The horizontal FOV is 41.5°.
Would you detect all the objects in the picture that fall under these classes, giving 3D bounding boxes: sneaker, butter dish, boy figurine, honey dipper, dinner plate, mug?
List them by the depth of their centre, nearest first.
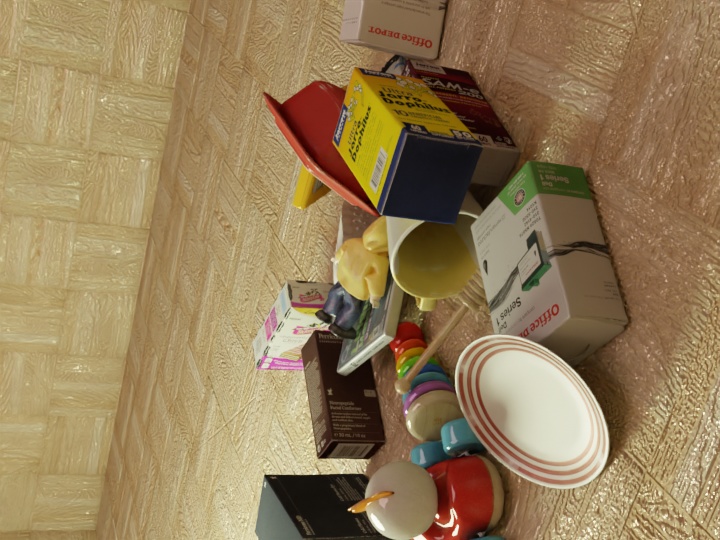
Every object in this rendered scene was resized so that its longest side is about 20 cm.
[{"bbox_3d":[0.192,0.155,1.065,0.198,0.024,0.203,26,134,29],"label":"dinner plate"},{"bbox_3d":[0.111,0.086,1.271,0.201,0.038,0.038,-54,34,14],"label":"honey dipper"},{"bbox_3d":[0.087,-0.056,1.304,0.187,0.148,0.155,-48,35,27],"label":"mug"},{"bbox_3d":[-0.020,-0.212,1.431,0.148,0.199,0.201,-44,51,10],"label":"butter dish"},{"bbox_3d":[0.000,0.000,1.464,0.124,0.064,0.203,38,105,40],"label":"boy figurine"},{"bbox_3d":[0.065,-0.286,1.511,0.072,0.072,0.202,-44,27,22],"label":"sneaker"},{"bbox_3d":[-0.012,-0.053,1.587,0.081,0.075,0.204,125,161,-61],"label":"sneaker"}]

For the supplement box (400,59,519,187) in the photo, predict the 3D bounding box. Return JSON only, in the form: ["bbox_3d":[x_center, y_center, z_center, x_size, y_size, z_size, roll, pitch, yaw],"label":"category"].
[{"bbox_3d":[0.128,-0.203,1.297,0.062,0.107,0.202,-65,32,35],"label":"supplement box"}]

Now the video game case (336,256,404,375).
[{"bbox_3d":[0.024,0.046,1.503,0.182,0.023,0.204,-44,29,55],"label":"video game case"}]

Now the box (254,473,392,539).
[{"bbox_3d":[-0.047,0.404,1.460,0.200,0.178,0.107,-144,63,-62],"label":"box"}]

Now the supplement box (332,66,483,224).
[{"bbox_3d":[0.053,-0.160,1.193,0.201,0.107,0.111,-121,43,-51],"label":"supplement box"}]

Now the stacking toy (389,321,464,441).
[{"bbox_3d":[0.084,0.144,1.360,0.202,0.084,0.087,-109,34,-51],"label":"stacking toy"}]

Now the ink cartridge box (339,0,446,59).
[{"bbox_3d":[0.058,-0.439,1.458,0.084,0.142,0.205,-155,73,-64],"label":"ink cartridge box"}]

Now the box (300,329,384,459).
[{"bbox_3d":[-0.031,0.204,1.568,0.075,0.098,0.203,-55,38,46],"label":"box"}]

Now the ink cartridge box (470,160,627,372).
[{"bbox_3d":[0.211,0.001,1.094,0.146,0.083,0.204,128,141,-50],"label":"ink cartridge box"}]

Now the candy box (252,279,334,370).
[{"bbox_3d":[-0.100,0.103,1.699,0.201,0.134,0.062,121,144,-44],"label":"candy box"}]

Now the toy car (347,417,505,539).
[{"bbox_3d":[0.066,0.299,1.212,0.177,0.196,0.188,132,137,-52],"label":"toy car"}]

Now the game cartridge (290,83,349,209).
[{"bbox_3d":[-0.048,-0.223,1.658,0.176,0.032,0.203,-43,-23,-58],"label":"game cartridge"}]
